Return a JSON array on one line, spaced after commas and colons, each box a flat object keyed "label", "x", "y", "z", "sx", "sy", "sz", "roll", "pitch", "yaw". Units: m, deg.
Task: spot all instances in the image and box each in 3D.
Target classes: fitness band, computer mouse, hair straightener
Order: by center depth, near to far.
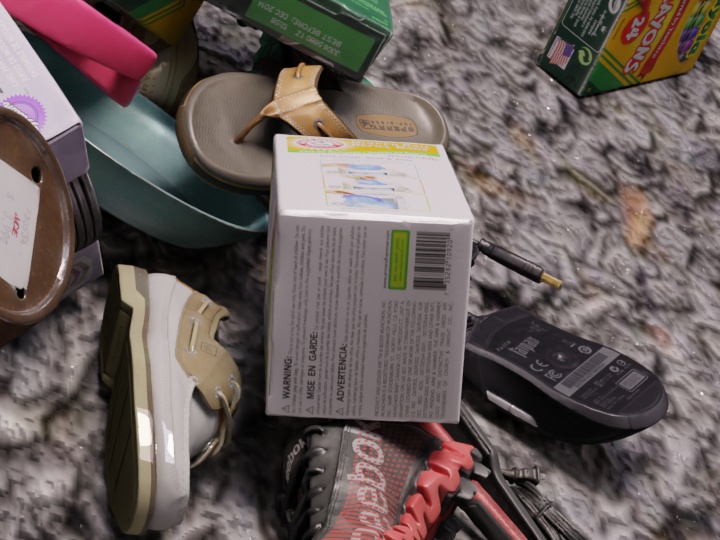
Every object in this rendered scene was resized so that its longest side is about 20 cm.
[{"label": "hair straightener", "x": 0.085, "y": 0.119, "z": 1.268, "sx": 0.077, "sy": 0.041, "sz": 0.200, "roll": -12, "pitch": 47, "yaw": -46}, {"label": "fitness band", "x": -0.189, "y": -0.158, "z": 1.299, "sx": 0.143, "sy": 0.038, "sz": 0.200, "roll": 38, "pitch": -1, "yaw": -34}, {"label": "computer mouse", "x": 0.103, "y": 0.047, "z": 1.394, "sx": 0.199, "sy": 0.046, "sz": 0.140, "roll": 23, "pitch": 33, "yaw": 20}]

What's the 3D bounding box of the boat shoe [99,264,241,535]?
[{"label": "boat shoe", "x": -0.095, "y": 0.063, "z": 1.187, "sx": 0.068, "sy": 0.075, "sz": 0.200, "roll": 10, "pitch": 32, "yaw": -14}]

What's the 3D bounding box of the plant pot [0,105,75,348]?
[{"label": "plant pot", "x": -0.232, "y": -0.009, "z": 1.000, "sx": 0.199, "sy": 0.188, "sz": 0.187, "roll": -9, "pitch": 17, "yaw": 28}]

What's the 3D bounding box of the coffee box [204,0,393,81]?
[{"label": "coffee box", "x": -0.043, "y": -0.200, "z": 1.448, "sx": 0.122, "sy": 0.044, "sz": 0.200, "roll": 26, "pitch": 25, "yaw": -17}]

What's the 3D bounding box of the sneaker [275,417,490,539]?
[{"label": "sneaker", "x": -0.009, "y": 0.129, "z": 1.155, "sx": 0.098, "sy": 0.071, "sz": 0.200, "roll": 31, "pitch": 29, "yaw": 8}]

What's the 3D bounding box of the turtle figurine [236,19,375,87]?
[{"label": "turtle figurine", "x": -0.039, "y": -0.127, "z": 1.507, "sx": 0.200, "sy": 0.101, "sz": 0.149, "roll": 46, "pitch": 39, "yaw": 18}]

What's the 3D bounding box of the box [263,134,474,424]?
[{"label": "box", "x": 0.000, "y": 0.000, "z": 1.246, "sx": 0.101, "sy": 0.113, "sz": 0.200, "roll": 3, "pitch": 15, "yaw": -4}]

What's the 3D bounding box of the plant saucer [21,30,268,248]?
[{"label": "plant saucer", "x": -0.143, "y": -0.070, "z": 1.348, "sx": 0.199, "sy": 0.036, "sz": 0.200, "roll": 35, "pitch": 11, "yaw": -8}]

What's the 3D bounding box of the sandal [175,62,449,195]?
[{"label": "sandal", "x": -0.022, "y": -0.090, "z": 1.384, "sx": 0.199, "sy": 0.055, "sz": 0.082, "roll": 1, "pitch": 60, "yaw": -33}]

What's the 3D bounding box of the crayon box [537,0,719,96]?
[{"label": "crayon box", "x": 0.237, "y": -0.213, "z": 1.808, "sx": 0.051, "sy": 0.127, "sz": 0.199, "roll": 41, "pitch": 34, "yaw": 25}]

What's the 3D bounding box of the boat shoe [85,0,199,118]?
[{"label": "boat shoe", "x": -0.152, "y": -0.178, "z": 1.519, "sx": 0.064, "sy": 0.072, "sz": 0.201, "roll": 12, "pitch": 34, "yaw": -23}]

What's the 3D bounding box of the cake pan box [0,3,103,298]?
[{"label": "cake pan box", "x": -0.207, "y": -0.092, "z": 1.211, "sx": 0.052, "sy": 0.184, "sz": 0.200, "roll": -31, "pitch": 69, "yaw": -14}]

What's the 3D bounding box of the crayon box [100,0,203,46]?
[{"label": "crayon box", "x": -0.165, "y": -0.199, "z": 1.400, "sx": 0.125, "sy": 0.052, "sz": 0.200, "roll": 33, "pitch": 2, "yaw": 10}]
